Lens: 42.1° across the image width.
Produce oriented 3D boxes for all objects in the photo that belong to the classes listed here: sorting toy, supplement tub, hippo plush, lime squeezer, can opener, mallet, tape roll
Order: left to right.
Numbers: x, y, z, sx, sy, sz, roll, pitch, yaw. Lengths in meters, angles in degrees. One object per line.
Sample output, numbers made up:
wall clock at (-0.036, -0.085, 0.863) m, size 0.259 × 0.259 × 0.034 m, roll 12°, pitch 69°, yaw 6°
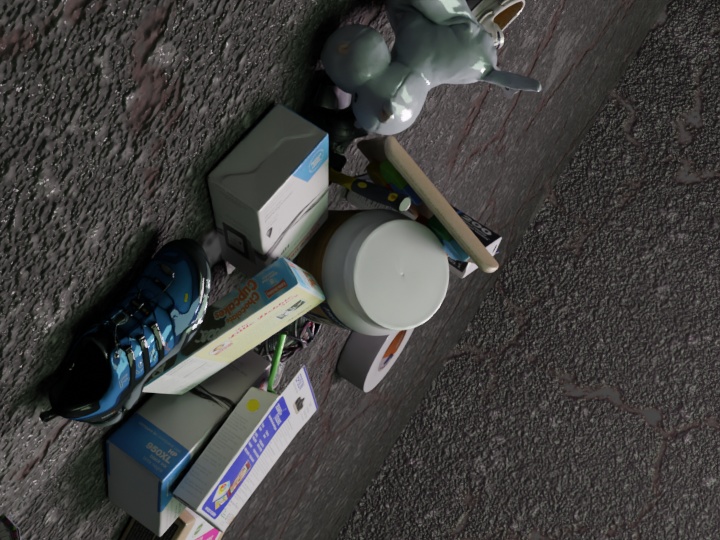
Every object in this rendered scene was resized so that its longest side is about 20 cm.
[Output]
lime squeezer at (-0.134, 0.168, 1.236) m, size 0.200 × 0.038 × 0.071 m, roll -55°, pitch -161°, yaw 40°
mallet at (-0.015, -0.086, 1.010) m, size 0.066 × 0.200 × 0.041 m, roll -47°, pitch 125°, yaw -2°
supplement tub at (0.000, 0.000, 1.103) m, size 0.145 × 0.145 × 0.200 m, roll -55°, pitch -157°, yaw -14°
can opener at (0.000, -0.177, 1.065) m, size 0.079 × 0.063 × 0.200 m, roll -64°, pitch 164°, yaw 19°
tape roll at (0.037, 0.134, 1.807) m, size 0.200 × 0.066 × 0.200 m, roll -52°, pitch 165°, yaw -21°
hippo plush at (0.046, -0.215, 0.979) m, size 0.161 × 0.200 × 0.159 m, roll -41°, pitch -167°, yaw -3°
sorting toy at (0.067, -0.074, 1.068) m, size 0.036 × 0.185 × 0.200 m, roll -41°, pitch -169°, yaw 0°

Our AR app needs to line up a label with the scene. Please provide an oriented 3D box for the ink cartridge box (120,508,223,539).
ink cartridge box at (-0.258, 0.371, 1.302) m, size 0.165 × 0.075 × 0.200 m, roll -60°, pitch 165°, yaw 11°

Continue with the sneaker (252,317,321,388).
sneaker at (-0.099, 0.087, 1.251) m, size 0.081 × 0.075 × 0.200 m, roll -37°, pitch 155°, yaw -54°

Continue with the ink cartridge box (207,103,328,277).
ink cartridge box at (-0.091, -0.064, 0.985) m, size 0.116 × 0.067 × 0.200 m, roll -51°, pitch 164°, yaw -24°

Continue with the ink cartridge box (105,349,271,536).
ink cartridge box at (-0.200, 0.189, 1.103) m, size 0.200 × 0.084 × 0.145 m, roll -48°, pitch 163°, yaw -38°

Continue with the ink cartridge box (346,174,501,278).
ink cartridge box at (0.102, -0.077, 1.339) m, size 0.043 × 0.198 × 0.200 m, roll -60°, pitch 166°, yaw 21°

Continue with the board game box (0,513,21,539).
board game box at (-0.379, 0.332, 0.854) m, size 0.200 × 0.062 × 0.200 m, roll -46°, pitch 162°, yaw -39°

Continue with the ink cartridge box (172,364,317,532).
ink cartridge box at (-0.132, 0.210, 1.120) m, size 0.200 × 0.047 × 0.198 m, roll -55°, pitch 165°, yaw -18°

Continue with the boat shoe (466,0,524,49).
boat shoe at (0.163, -0.325, 1.286) m, size 0.200 × 0.070 × 0.071 m, roll -50°, pitch 163°, yaw -32°

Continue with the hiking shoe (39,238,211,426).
hiking shoe at (-0.204, 0.059, 0.846) m, size 0.200 × 0.074 × 0.087 m, roll -59°, pitch 166°, yaw 1°

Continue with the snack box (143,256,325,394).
snack box at (-0.139, 0.063, 0.989) m, size 0.200 × 0.037 × 0.116 m, roll -33°, pitch 166°, yaw 4°
